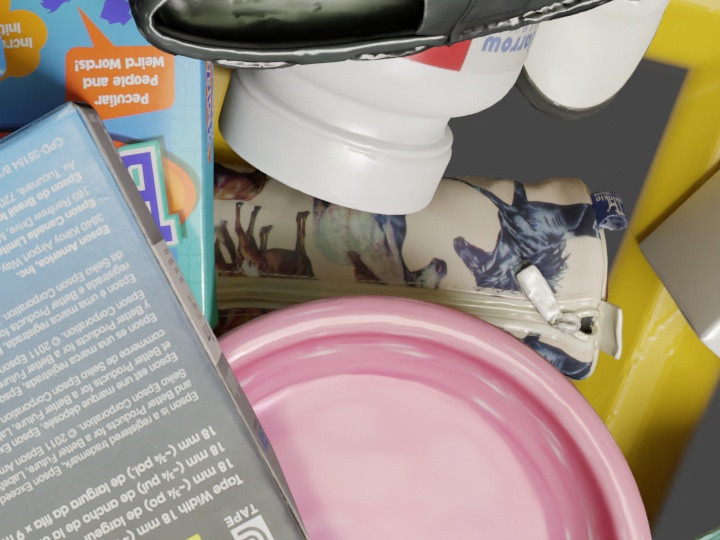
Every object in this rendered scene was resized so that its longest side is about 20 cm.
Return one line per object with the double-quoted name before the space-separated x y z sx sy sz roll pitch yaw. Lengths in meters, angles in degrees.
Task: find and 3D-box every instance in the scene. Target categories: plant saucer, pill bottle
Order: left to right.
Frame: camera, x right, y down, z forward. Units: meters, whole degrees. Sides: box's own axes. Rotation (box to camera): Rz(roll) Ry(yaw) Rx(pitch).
"plant saucer" 0.002 0.109 0.824 0.199 0.051 0.202 0 92 -1
"pill bottle" 0.020 -0.127 0.828 0.111 0.112 0.201 13 113 -18

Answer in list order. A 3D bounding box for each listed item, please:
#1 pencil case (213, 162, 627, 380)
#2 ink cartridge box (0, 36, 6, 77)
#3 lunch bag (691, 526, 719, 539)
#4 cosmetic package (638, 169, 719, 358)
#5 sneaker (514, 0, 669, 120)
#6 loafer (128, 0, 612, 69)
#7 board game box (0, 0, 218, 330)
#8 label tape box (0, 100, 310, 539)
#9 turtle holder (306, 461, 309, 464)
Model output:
"pencil case" 0.000 0.000 0.901 0.198 0.089 0.079 2 99 -13
"ink cartridge box" -0.216 -0.077 0.690 0.144 0.200 0.084 -9 95 18
"lunch bag" 0.190 0.168 0.991 0.169 0.122 0.201 -7 125 -33
"cosmetic package" 0.223 -0.029 0.940 0.200 0.085 0.107 -45 118 10
"sneaker" 0.100 -0.143 0.858 0.073 0.080 0.201 9 116 -18
"loafer" 0.025 -0.098 0.741 0.199 0.071 0.069 -10 114 4
"board game box" -0.125 -0.077 0.810 0.151 0.045 0.202 0 99 2
"label tape box" -0.105 0.068 0.764 0.143 0.063 0.201 -28 93 -1
"turtle holder" -0.041 0.129 0.918 0.142 0.131 0.186 -63 161 -14
